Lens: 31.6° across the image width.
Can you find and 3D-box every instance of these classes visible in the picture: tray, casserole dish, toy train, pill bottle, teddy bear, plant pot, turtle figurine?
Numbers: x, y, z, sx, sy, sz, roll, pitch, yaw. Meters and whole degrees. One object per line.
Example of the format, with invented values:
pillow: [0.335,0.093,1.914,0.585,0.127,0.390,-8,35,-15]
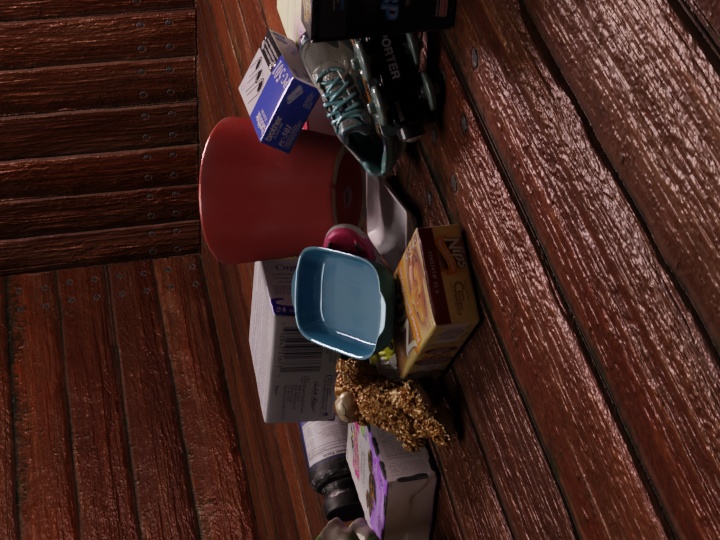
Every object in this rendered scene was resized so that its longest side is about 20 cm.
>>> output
tray: [0.041,-0.061,1.653,0.200,0.022,0.108,-122,27,-63]
casserole dish: [-0.016,0.036,1.539,0.200,0.039,0.122,15,105,54]
toy train: [0.027,-0.242,1.441,0.114,0.085,0.201,-147,38,-82]
pill bottle: [-0.032,0.276,1.954,0.112,0.111,0.201,105,155,-59]
teddy bear: [0.031,0.165,1.533,0.199,0.067,0.145,20,160,37]
plant pot: [-0.095,-0.103,1.690,0.200,0.176,0.202,3,-90,-73]
turtle figurine: [0.027,0.407,1.580,0.194,0.144,0.201,35,131,30]

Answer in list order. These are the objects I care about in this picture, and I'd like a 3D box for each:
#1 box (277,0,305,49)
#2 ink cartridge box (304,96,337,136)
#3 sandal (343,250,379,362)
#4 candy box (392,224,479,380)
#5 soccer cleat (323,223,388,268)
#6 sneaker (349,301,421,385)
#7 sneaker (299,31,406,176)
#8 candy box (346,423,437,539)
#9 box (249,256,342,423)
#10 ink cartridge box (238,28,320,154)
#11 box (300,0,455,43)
box: [-0.048,-0.383,1.721,0.201,0.096,0.177,-108,17,-46]
ink cartridge box: [-0.056,-0.184,1.889,0.200,0.083,0.146,138,124,-76]
sandal: [0.006,0.054,1.788,0.057,0.079,0.202,-72,-14,-70]
candy box: [0.078,0.040,1.457,0.200,0.055,0.116,114,149,-66]
soccer cleat: [0.000,0.000,1.662,0.087,0.069,0.201,-77,-24,-43]
sneaker: [0.049,0.101,1.626,0.085,0.074,0.201,-53,-41,-44]
sneaker: [-0.007,-0.199,1.511,0.200,0.077,0.087,53,-150,-26]
candy box: [0.038,0.264,1.717,0.200,0.071,0.169,-111,18,-49]
box: [-0.091,0.081,1.783,0.200,0.104,0.185,-109,22,-55]
ink cartridge box: [-0.106,-0.234,1.642,0.094,0.044,0.200,-60,25,18]
box: [0.023,-0.332,1.277,0.046,0.158,0.201,-114,21,-45]
